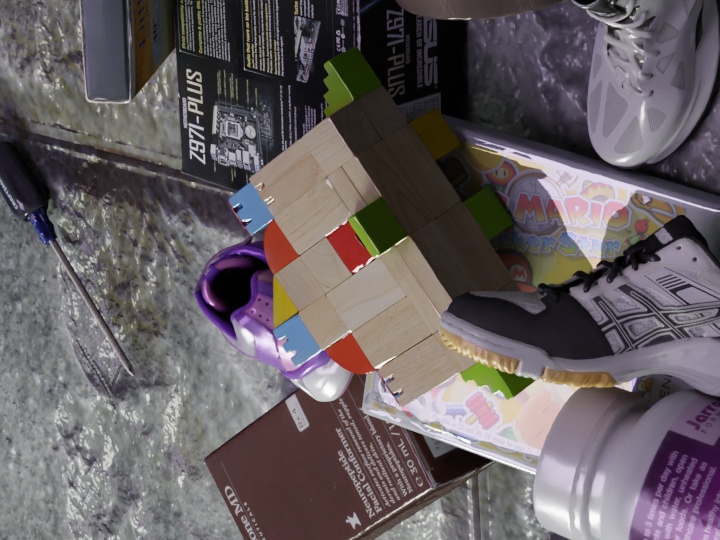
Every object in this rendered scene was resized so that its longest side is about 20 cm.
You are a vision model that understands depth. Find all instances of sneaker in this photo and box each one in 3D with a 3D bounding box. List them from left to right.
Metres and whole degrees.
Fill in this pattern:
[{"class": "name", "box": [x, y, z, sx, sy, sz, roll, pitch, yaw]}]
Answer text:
[{"class": "sneaker", "box": [-0.061, 0.013, 1.456, 0.081, 0.088, 0.200, -65, 22, 3]}, {"class": "sneaker", "box": [0.128, -0.130, 1.208, 0.076, 0.115, 0.201, 39, 131, 31]}, {"class": "sneaker", "box": [0.139, 0.013, 1.225, 0.076, 0.199, 0.088, -125, 39, -75]}]

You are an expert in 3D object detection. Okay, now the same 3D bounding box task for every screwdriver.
[{"class": "screwdriver", "box": [-0.213, -0.006, 1.707, 0.029, 0.028, 0.200, -34, 74, 20]}]

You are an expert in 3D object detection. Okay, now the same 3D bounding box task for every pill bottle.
[{"class": "pill bottle", "box": [0.192, 0.125, 1.218, 0.200, 0.112, 0.113, 19, 120, 28]}]

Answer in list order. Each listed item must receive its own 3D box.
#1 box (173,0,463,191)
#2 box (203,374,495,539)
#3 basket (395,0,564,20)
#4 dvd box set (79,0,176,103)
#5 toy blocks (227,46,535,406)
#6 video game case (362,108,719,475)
[{"class": "box", "box": [-0.026, -0.142, 1.400, 0.164, 0.086, 0.201, 18, 118, 43]}, {"class": "box", "box": [-0.006, 0.114, 1.494, 0.200, 0.075, 0.100, -40, 75, 50]}, {"class": "basket", "box": [0.056, -0.239, 1.224, 0.136, 0.180, 0.201, -121, 20, -64]}, {"class": "dvd box set", "box": [-0.127, -0.196, 1.422, 0.029, 0.200, 0.147, 2, 111, 9]}, {"class": "toy blocks", "box": [0.000, 0.000, 1.316, 0.137, 0.100, 0.200, -35, 89, 45]}, {"class": "video game case", "box": [0.100, 0.024, 1.322, 0.200, 0.023, 0.183, 19, 112, 26]}]
